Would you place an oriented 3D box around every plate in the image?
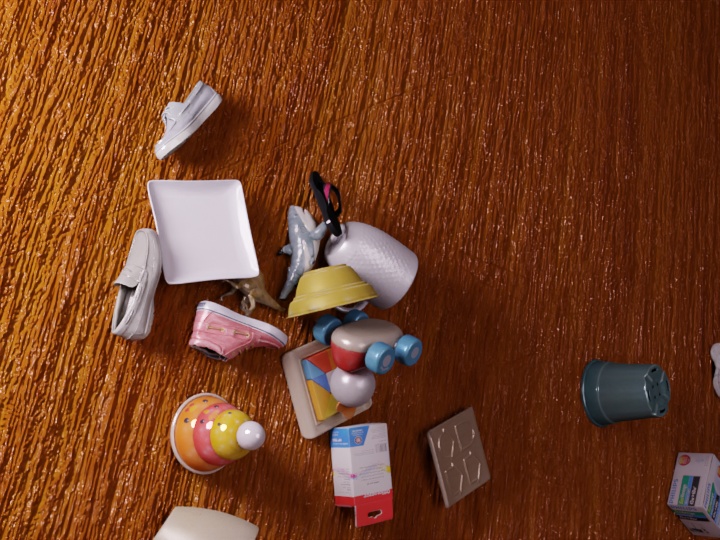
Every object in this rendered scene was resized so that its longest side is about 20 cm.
[{"bbox_3d":[-0.301,-0.073,1.577,0.198,0.032,0.202,-5,76,-38],"label":"plate"}]

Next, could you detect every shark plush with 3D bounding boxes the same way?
[{"bbox_3d":[-0.138,-0.033,1.747,0.082,0.091,0.202,19,83,-13],"label":"shark plush"}]

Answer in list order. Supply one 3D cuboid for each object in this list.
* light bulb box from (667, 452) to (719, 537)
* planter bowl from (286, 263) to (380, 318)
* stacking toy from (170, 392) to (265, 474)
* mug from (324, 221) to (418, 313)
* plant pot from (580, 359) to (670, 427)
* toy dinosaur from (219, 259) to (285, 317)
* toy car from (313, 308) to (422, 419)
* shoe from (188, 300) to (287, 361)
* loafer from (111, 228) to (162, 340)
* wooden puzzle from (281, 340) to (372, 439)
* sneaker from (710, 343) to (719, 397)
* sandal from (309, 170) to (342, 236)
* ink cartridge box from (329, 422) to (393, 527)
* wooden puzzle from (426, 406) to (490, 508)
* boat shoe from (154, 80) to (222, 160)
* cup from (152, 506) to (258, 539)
[{"bbox_3d":[1.121,0.734,2.715,0.200,0.124,0.199,46,55,-28],"label":"light bulb box"},{"bbox_3d":[-0.064,0.036,1.687,0.199,0.199,0.085,-12,87,-43],"label":"planter bowl"},{"bbox_3d":[-0.232,0.290,1.477,0.145,0.199,0.148,10,74,-42],"label":"stacking toy"},{"bbox_3d":[0.000,0.000,1.808,0.175,0.148,0.201,34,90,-24],"label":"mug"},{"bbox_3d":[0.782,0.355,2.422,0.199,0.195,0.203,10,76,-42],"label":"plant pot"},{"bbox_3d":[-0.214,0.046,1.641,0.200,0.058,0.102,45,54,-28],"label":"toy dinosaur"},{"bbox_3d":[0.001,0.209,1.726,0.176,0.183,0.202,-8,115,-49],"label":"toy car"},{"bbox_3d":[-0.236,0.136,1.598,0.199,0.071,0.092,26,66,-31],"label":"shoe"},{"bbox_3d":[-0.398,0.021,1.465,0.069,0.069,0.203,18,70,-48],"label":"loafer"},{"bbox_3d":[-0.064,0.236,1.759,0.199,0.037,0.187,-18,95,-43],"label":"wooden puzzle"},{"bbox_3d":[1.332,0.366,3.022,0.081,0.076,0.203,8,77,-48],"label":"sneaker"},{"bbox_3d":[-0.063,-0.148,1.765,0.075,0.045,0.201,44,16,-40],"label":"sandal"},{"bbox_3d":[0.003,0.431,1.762,0.115,0.067,0.203,2,80,-42],"label":"ink cartridge box"},{"bbox_3d":[0.228,0.445,1.991,0.199,0.046,0.188,-18,95,-48],"label":"wooden puzzle"},{"bbox_3d":[-0.343,-0.290,1.586,0.071,0.070,0.202,43,51,-15],"label":"boat shoe"},{"bbox_3d":[-0.287,0.488,1.415,0.143,0.200,0.201,35,56,-3],"label":"cup"}]
